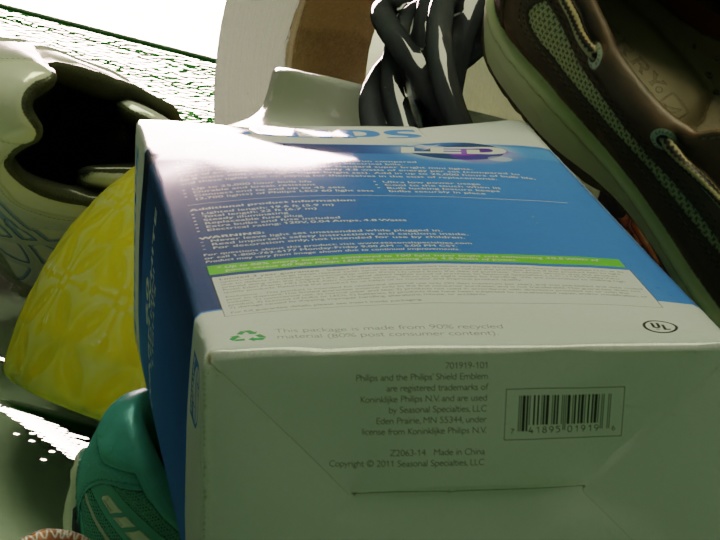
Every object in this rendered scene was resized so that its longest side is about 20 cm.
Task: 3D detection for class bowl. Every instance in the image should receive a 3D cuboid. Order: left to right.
[{"bbox_3d":[0.000,0.000,0.840,0.199,0.108,0.200,13,3,-1],"label":"bowl"}]

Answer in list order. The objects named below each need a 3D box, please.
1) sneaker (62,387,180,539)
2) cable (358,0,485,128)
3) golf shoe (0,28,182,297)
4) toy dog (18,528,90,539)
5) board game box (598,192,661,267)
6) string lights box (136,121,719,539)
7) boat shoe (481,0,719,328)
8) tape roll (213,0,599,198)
[{"bbox_3d":[0.021,0.078,0.706,0.199,0.080,0.078,10,41,4],"label":"sneaker"},{"bbox_3d":[0.085,-0.026,0.800,0.199,0.164,0.051,-11,-17,-35],"label":"cable"},{"bbox_3d":[-0.086,-0.028,0.922,0.097,0.079,0.200,8,-7,34],"label":"golf shoe"},{"bbox_3d":[-0.039,0.101,0.585,0.199,0.097,0.132,4,19,-26],"label":"toy dog"},{"bbox_3d":[0.121,0.004,0.961,0.035,0.136,0.200,-39,34,-10],"label":"board game box"},{"bbox_3d":[0.007,0.014,0.622,0.102,0.059,0.200,0,15,-8],"label":"string lights box"},{"bbox_3d":[0.107,-0.025,0.699,0.202,0.075,0.075,42,61,19],"label":"boat shoe"},{"bbox_3d":[0.016,-0.069,0.984,0.037,0.204,0.203,4,19,-35],"label":"tape roll"}]
